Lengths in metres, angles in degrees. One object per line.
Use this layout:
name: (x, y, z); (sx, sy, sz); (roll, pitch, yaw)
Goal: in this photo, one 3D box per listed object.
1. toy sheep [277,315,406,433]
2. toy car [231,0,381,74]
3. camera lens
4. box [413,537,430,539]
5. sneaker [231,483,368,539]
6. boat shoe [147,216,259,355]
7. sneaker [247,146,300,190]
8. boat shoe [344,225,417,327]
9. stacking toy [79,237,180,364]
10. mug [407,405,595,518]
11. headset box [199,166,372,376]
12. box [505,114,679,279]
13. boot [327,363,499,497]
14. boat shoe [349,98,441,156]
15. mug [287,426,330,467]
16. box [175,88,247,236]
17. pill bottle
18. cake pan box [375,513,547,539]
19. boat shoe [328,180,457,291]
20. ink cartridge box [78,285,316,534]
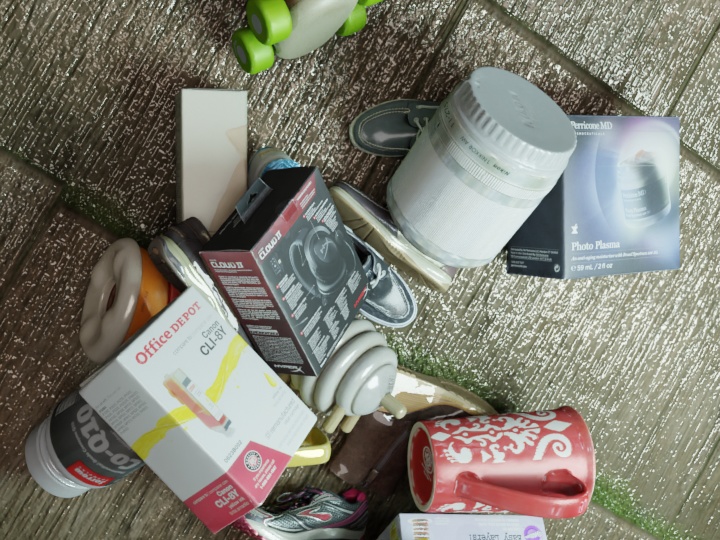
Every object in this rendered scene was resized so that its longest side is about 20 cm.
toy sheep: (-0.023, 0.119, 1.106); (0.200, 0.138, 0.138); (36, 85, 22)
toy car: (-0.094, -0.360, 1.054); (0.164, 0.158, 0.201); (-28, 89, -23)
camera lens: (0.136, -0.114, 1.066); (0.159, 0.160, 0.200); (24, 129, -15)
box: (0.043, 0.378, 1.081); (0.159, 0.050, 0.200); (-17, 143, 18)
sneaker: (-0.076, 0.304, 1.133); (0.199, 0.080, 0.075); (16, 83, -41)
boat shoe: (-0.151, 0.024, 1.011); (0.073, 0.074, 0.200); (-46, 128, -20)
sneaker: (-0.108, -0.051, 1.107); (0.076, 0.081, 0.201); (-1, 115, -23)
boat shoe: (0.000, 0.000, 1.140); (0.072, 0.068, 0.200); (-44, 104, -7)
stacking toy: (-0.217, 0.055, 1.076); (0.199, 0.146, 0.147); (18, 90, -32)
mug: (0.172, 0.230, 1.097); (0.199, 0.178, 0.134); (1, 76, -14)
headset box: (-0.079, -0.007, 1.004); (0.149, 0.077, 0.201); (-58, 134, -39)
box: (0.296, -0.096, 1.160); (0.199, 0.123, 0.200); (-5, 95, -28)
boot: (0.074, 0.221, 1.191); (0.199, 0.072, 0.167); (23, 101, -16)
boat shoe: (0.087, -0.183, 1.149); (0.199, 0.062, 0.073); (-4, 95, -14)
mug: (-0.146, 0.202, 1.077); (0.186, 0.153, 0.150); (-32, 101, -10)
box: (-0.177, -0.110, 1.073); (0.077, 0.095, 0.201); (-1, 96, -15)
pill bottle: (-0.277, 0.174, 1.019); (0.200, 0.114, 0.114); (-33, 104, 27)
cake pan box: (0.116, 0.359, 1.148); (0.199, 0.184, 0.053); (4, 58, -13)
boat shoe: (0.045, -0.052, 1.150); (0.200, 0.072, 0.065); (38, 74, -12)
ink cartridge box: (-0.161, 0.137, 0.924); (0.200, 0.145, 0.083); (47, 126, -7)
